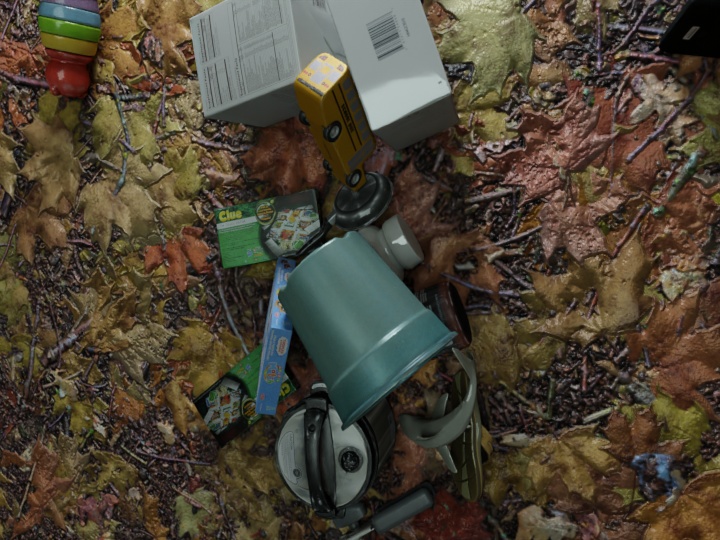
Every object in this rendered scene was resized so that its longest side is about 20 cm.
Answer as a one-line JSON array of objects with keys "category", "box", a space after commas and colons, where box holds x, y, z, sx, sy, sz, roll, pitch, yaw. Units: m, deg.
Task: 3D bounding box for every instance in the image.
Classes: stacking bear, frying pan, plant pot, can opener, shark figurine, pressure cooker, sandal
[{"category": "stacking bear", "box": [-0.536, -0.424, 1.052, 0.111, 0.121, 0.207, 17, 108, 21]}, {"category": "frying pan", "box": [-0.032, -0.103, 0.931, 0.185, 0.031, 0.118, -20, 46, 21]}, {"category": "plant pot", "box": [-0.002, 0.070, 0.777, 0.199, 0.199, 0.198, -41, 78, 15]}, {"category": "can opener", "box": [0.035, 0.409, 0.969, 0.196, 0.052, 0.068, -31, 85, 17]}, {"category": "shark figurine", "box": [0.121, 0.224, 0.866, 0.217, 0.087, 0.130, -56, 48, 36]}, {"category": "pressure cooker", "box": [-0.041, 0.269, 0.904, 0.176, 0.199, 0.179, 44, 105, 8]}, {"category": "sandal", "box": [0.181, 0.262, 0.911, 0.052, 0.080, 0.208, 0, 86, -19]}]

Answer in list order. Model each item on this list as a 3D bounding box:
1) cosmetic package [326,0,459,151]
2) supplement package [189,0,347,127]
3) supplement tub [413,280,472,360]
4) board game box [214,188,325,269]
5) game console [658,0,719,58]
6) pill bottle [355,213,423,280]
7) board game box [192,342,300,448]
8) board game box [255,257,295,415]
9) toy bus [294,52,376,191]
[{"category": "cosmetic package", "box": [0.053, -0.302, 0.828, 0.120, 0.200, 0.206, -20, 88, 15]}, {"category": "supplement package", "box": [-0.135, -0.330, 0.889, 0.195, 0.150, 0.156, -8, 92, 31]}, {"category": "supplement tub", "box": [0.070, 0.099, 0.906, 0.195, 0.107, 0.110, -22, 88, 18]}, {"category": "board game box", "box": [-0.158, -0.071, 0.996, 0.193, 0.023, 0.109, -8, 93, 17]}, {"category": "game console", "box": [0.483, -0.342, 0.696, 0.170, 0.199, 0.121, 13, 97, 15]}, {"category": "pill bottle", "box": [0.000, 0.000, 0.916, 0.197, 0.112, 0.114, -34, 85, 17]}, {"category": "board game box", "box": [-0.210, 0.226, 1.044, 0.198, 0.023, 0.106, -38, 81, 17]}, {"category": "board game box", "box": [-0.132, 0.097, 0.903, 0.035, 0.202, 0.155, 9, 118, -11]}, {"category": "toy bus", "box": [-0.031, -0.207, 0.837, 0.065, 0.201, 0.079, 37, 78, 30]}]
